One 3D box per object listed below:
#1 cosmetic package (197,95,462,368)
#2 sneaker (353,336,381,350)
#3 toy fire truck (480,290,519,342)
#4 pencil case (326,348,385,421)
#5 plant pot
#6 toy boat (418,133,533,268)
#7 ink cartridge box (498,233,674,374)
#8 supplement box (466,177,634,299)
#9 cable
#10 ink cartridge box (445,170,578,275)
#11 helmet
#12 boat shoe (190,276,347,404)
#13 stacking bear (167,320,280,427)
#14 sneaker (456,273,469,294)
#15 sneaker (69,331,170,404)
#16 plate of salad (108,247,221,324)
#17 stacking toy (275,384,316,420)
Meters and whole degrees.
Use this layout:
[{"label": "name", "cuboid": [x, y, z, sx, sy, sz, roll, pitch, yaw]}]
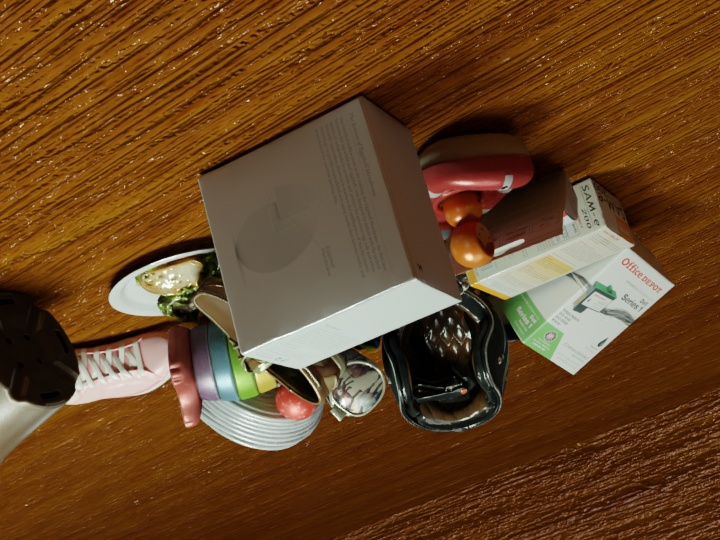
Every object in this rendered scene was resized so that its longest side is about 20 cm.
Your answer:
[{"label": "cosmetic package", "cuboid": [-0.031, -0.033, 1.276, 0.199, 0.200, 0.123, -24, 159, 22]}, {"label": "sneaker", "cuboid": [-0.001, 0.092, 1.843, 0.066, 0.079, 0.200, -17, 163, -3]}, {"label": "toy fire truck", "cuboid": [0.238, 0.084, 1.978, 0.175, 0.129, 0.200, -10, 172, -20]}, {"label": "pencil case", "cuboid": [-0.029, 0.152, 1.812, 0.089, 0.078, 0.200, -36, -167, -8]}, {"label": "plant pot", "cuboid": [-0.441, 0.136, 1.453, 0.198, 0.201, 0.200, -33, 156, 23]}, {"label": "toy boat", "cuboid": [0.115, -0.066, 1.411, 0.130, 0.131, 0.200, -6, 159, -28]}, {"label": "ink cartridge box", "cuboid": [0.320, 0.033, 1.790, 0.200, 0.084, 0.146, -44, 135, 16]}, {"label": "supplement box", "cuboid": [0.245, -0.039, 1.682, 0.200, 0.074, 0.126, -24, 159, 22]}, {"label": "cable", "cuboid": [-0.138, 0.146, 1.694, 0.200, 0.200, 0.069, -21, 146, -49]}, {"label": "ink cartridge box", "cuboid": [0.177, -0.038, 1.504, 0.160, 0.050, 0.200, -22, -159, 18]}, {"label": "helmet", "cuboid": [0.120, 0.112, 1.807, 0.199, 0.191, 0.200, -3, 145, -2]}, {"label": "boat shoe", "cuboid": [-0.106, 0.082, 1.456, 0.200, 0.074, 0.076, 33, 143, -12]}, {"label": "stacking bear", "cuboid": [-0.128, 0.106, 1.566, 0.199, 0.114, 0.122, -9, 133, -2]}, {"label": "sneaker", "cuboid": [0.044, 0.027, 1.701, 0.199, 0.079, 0.090, -6, 172, -10]}, {"label": "sneaker", "cuboid": [-0.339, 0.132, 1.675, 0.200, 0.076, 0.105, -19, 167, 20]}, {"label": "plate of salad", "cuboid": [-0.202, 0.024, 1.531, 0.199, 0.048, 0.200, -15, 161, -5]}, {"label": "stacking toy", "cuboid": [-0.067, 0.115, 1.658, 0.085, 0.200, 0.086, 6, 127, 8]}]
